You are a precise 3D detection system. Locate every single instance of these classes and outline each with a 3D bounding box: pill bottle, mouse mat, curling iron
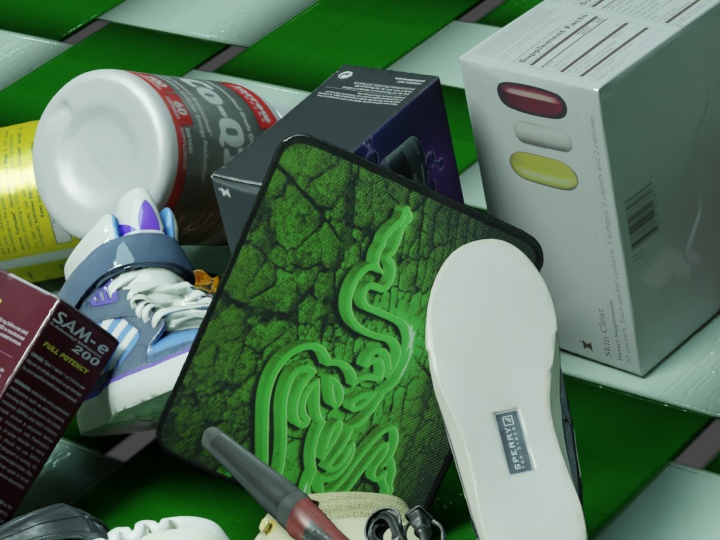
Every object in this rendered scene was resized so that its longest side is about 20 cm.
[{"bbox_3d":[-0.263,-0.043,1.652,0.199,0.113,0.113,-11,30,3],"label":"pill bottle"},{"bbox_3d":[-0.118,-0.074,1.574,0.113,0.114,0.200,7,4,31],"label":"pill bottle"},{"bbox_3d":[-0.007,0.042,1.290,0.160,0.201,0.008,23,13,-3],"label":"mouse mat"},{"bbox_3d":[-0.023,0.123,1.225,0.200,0.026,0.050,24,76,49],"label":"curling iron"}]

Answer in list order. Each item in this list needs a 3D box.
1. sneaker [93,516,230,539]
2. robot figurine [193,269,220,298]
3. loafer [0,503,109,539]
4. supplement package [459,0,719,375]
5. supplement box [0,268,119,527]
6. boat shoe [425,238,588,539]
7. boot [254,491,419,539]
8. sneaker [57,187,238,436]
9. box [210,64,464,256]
[{"bbox_3d":[-0.148,0.204,1.226,0.200,0.075,0.081,-32,42,-1],"label":"sneaker"},{"bbox_3d":[-0.045,0.015,1.523,0.199,0.058,0.145,-26,30,-22],"label":"robot figurine"},{"bbox_3d":[-0.220,0.190,1.284,0.200,0.068,0.070,-28,24,-30],"label":"loafer"},{"bbox_3d":[0.164,-0.068,1.439,0.111,0.201,0.156,18,42,42],"label":"supplement package"},{"bbox_3d":[-0.239,0.098,1.362,0.109,0.061,0.200,23,79,45],"label":"supplement box"},{"bbox_3d":[0.077,0.090,1.246,0.074,0.093,0.201,-6,62,-1],"label":"boat shoe"},{"bbox_3d":[-0.034,0.188,1.211,0.199,0.073,0.155,-20,31,-16],"label":"boot"},{"bbox_3d":[-0.126,0.015,1.405,0.080,0.147,0.200,0,-13,-30],"label":"sneaker"},{"bbox_3d":[0.000,0.000,1.389,0.079,0.201,0.141,11,38,36],"label":"box"}]
